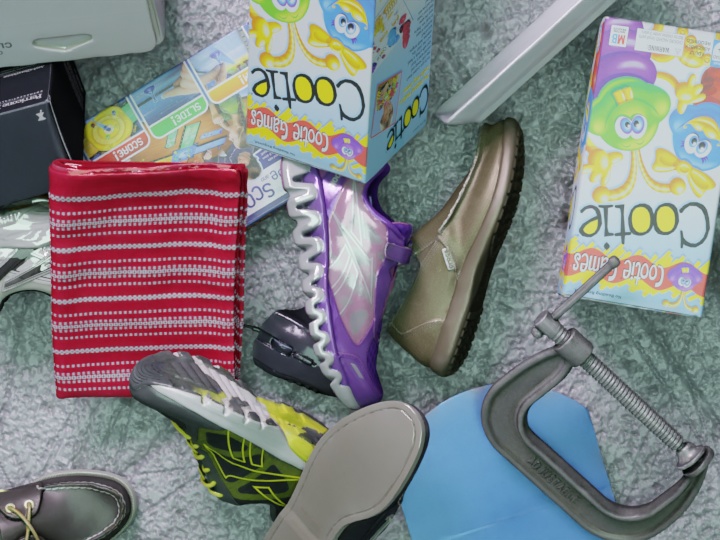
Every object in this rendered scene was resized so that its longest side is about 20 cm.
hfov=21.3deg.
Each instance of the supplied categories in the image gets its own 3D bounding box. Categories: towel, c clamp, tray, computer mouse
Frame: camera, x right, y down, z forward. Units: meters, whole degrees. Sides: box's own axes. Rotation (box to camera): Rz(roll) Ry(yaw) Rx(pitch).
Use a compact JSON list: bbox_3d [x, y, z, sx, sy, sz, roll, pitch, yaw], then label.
[{"bbox_3d":[-0.155,0.009,1.405,0.143,0.023,0.202,0,119,-6],"label":"towel"},{"bbox_3d":[0.180,0.109,1.390,0.170,0.027,0.200,-36,106,25],"label":"c clamp"},{"bbox_3d":[0.138,-0.173,1.425,0.200,0.107,0.022,-42,97,3],"label":"tray"},{"bbox_3d":[-0.084,0.045,1.457,0.198,0.034,0.059,21,102,-7],"label":"computer mouse"}]

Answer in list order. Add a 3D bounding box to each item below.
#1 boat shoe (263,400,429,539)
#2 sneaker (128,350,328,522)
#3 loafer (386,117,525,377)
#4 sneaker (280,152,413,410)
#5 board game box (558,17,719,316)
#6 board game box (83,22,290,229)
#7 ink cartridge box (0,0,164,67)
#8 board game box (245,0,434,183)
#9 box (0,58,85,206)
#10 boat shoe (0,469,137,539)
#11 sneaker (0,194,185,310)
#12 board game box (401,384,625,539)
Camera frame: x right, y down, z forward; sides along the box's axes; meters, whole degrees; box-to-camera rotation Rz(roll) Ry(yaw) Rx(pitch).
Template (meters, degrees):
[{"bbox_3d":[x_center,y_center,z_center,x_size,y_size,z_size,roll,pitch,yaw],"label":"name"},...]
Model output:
[{"bbox_3d":[-0.005,0.166,1.425,0.073,0.062,0.200,50,121,23],"label":"boat shoe"},{"bbox_3d":[-0.098,0.131,1.421,0.199,0.075,0.085,31,103,-33],"label":"sneaker"},{"bbox_3d":[0.071,-0.023,1.443,0.067,0.076,0.202,18,88,11],"label":"loafer"},{"bbox_3d":[0.000,0.000,1.410,0.088,0.080,0.202,-10,88,4],"label":"sneaker"},{"bbox_3d":[0.211,-0.074,1.414,0.102,0.105,0.202,8,90,4],"label":"board game box"},{"bbox_3d":[-0.136,-0.081,1.475,0.199,0.034,0.136,-30,89,3],"label":"board game box"},{"bbox_3d":[-0.220,-0.258,1.409,0.144,0.084,0.202,-7,57,2],"label":"ink cartridge box"},{"bbox_3d":[-0.013,-0.183,1.361,0.102,0.105,0.201,18,127,21],"label":"board game box"},{"bbox_3d":[-0.310,-0.103,1.427,0.198,0.142,0.079,-15,122,4],"label":"box"},{"bbox_3d":[-0.271,0.203,1.473,0.199,0.061,0.072,-15,90,3],"label":"boat shoe"},{"bbox_3d":[-0.201,-0.020,1.437,0.198,0.076,0.088,-10,108,7],"label":"sneaker"},{"bbox_3d":[0.114,0.184,1.465,0.157,0.039,0.202,-18,95,-2],"label":"board game box"}]
